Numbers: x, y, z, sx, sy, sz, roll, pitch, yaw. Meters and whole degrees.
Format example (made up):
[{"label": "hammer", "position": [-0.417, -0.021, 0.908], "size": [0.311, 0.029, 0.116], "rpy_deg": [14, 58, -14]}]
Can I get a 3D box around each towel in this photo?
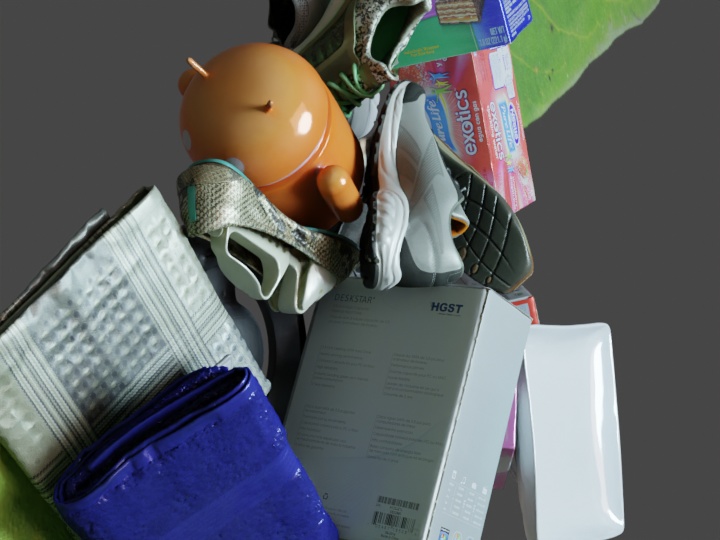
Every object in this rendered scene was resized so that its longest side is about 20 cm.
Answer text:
[{"label": "towel", "position": [-0.160, 0.070, 0.978], "size": [0.193, 0.034, 0.200], "rpy_deg": [-48, 129, -31]}, {"label": "towel", "position": [-0.105, 0.159, 0.981], "size": [0.147, 0.050, 0.200], "rpy_deg": [-33, 134, -9]}]

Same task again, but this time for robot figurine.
[{"label": "robot figurine", "position": [-0.067, -0.096, 1.109], "size": [0.200, 0.116, 0.144], "rpy_deg": [55, 21, -63]}]

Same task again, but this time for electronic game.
[{"label": "electronic game", "position": [-0.105, 0.061, 1.101], "size": [0.200, 0.042, 0.201], "rpy_deg": [5, 84, -53]}]

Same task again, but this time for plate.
[{"label": "plate", "position": [0.183, 0.148, 1.321], "size": [0.199, 0.032, 0.201], "rpy_deg": [2, 84, -59]}]

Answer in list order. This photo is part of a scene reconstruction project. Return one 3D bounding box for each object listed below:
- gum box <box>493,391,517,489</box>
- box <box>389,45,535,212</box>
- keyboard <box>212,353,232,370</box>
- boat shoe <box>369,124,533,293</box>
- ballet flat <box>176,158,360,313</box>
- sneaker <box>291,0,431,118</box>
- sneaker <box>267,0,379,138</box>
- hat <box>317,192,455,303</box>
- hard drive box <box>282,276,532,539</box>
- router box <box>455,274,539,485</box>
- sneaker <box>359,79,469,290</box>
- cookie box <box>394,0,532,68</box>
[{"label": "gum box", "position": [0.072, 0.139, 1.264], "size": [0.200, 0.113, 0.066], "rpy_deg": [82, 12, -71]}, {"label": "box", "position": [0.099, -0.151, 1.459], "size": [0.103, 0.094, 0.201], "rpy_deg": [-29, 110, -59]}, {"label": "keyboard", "position": [-0.108, 0.150, 1.026], "size": [0.056, 0.011, 0.200], "rpy_deg": [-35, 141, -44]}, {"label": "boat shoe", "position": [0.093, -0.067, 1.381], "size": [0.200, 0.076, 0.074], "rpy_deg": [52, 15, 14]}, {"label": "ballet flat", "position": [-0.065, -0.010, 1.061], "size": [0.200, 0.068, 0.076], "rpy_deg": [33, 51, -52]}, {"label": "sneaker", "position": [-0.009, -0.162, 1.194], "size": [0.077, 0.089, 0.200], "rpy_deg": [21, 104, -36]}, {"label": "sneaker", "position": [-0.045, -0.196, 1.260], "size": [0.082, 0.075, 0.200], "rpy_deg": [-32, 123, -21]}, {"label": "hat", "position": [0.000, 0.000, 1.251], "size": [0.200, 0.081, 0.201], "rpy_deg": [-28, 127, -46]}, {"label": "hard drive box", "position": [0.026, 0.112, 1.107], "size": [0.077, 0.156, 0.201], "rpy_deg": [32, 69, -50]}, {"label": "router box", "position": [0.144, 0.095, 1.444], "size": [0.200, 0.049, 0.180], "rpy_deg": [-115, -168, -78]}, {"label": "sneaker", "position": [0.042, -0.063, 1.124], "size": [0.074, 0.079, 0.201], "rpy_deg": [104, -9, -51]}, {"label": "cookie box", "position": [0.041, -0.289, 1.305], "size": [0.075, 0.171, 0.201], "rpy_deg": [-51, 128, -56]}]
